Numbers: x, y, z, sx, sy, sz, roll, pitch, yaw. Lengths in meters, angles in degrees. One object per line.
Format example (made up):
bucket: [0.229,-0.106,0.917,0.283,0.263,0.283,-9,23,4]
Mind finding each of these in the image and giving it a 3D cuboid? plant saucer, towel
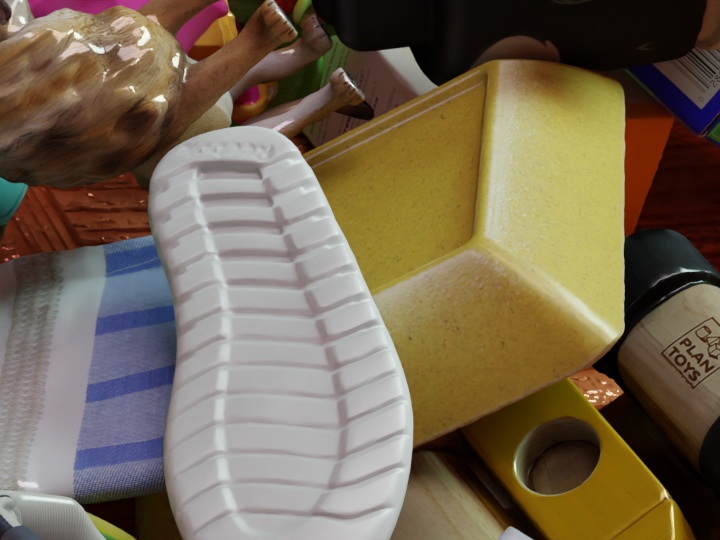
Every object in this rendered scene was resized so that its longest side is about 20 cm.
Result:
plant saucer: [0.000,0.000,1.067,0.048,0.200,0.200,54,21,-24]
towel: [-0.152,0.041,1.014,0.200,0.024,0.147,-7,33,5]

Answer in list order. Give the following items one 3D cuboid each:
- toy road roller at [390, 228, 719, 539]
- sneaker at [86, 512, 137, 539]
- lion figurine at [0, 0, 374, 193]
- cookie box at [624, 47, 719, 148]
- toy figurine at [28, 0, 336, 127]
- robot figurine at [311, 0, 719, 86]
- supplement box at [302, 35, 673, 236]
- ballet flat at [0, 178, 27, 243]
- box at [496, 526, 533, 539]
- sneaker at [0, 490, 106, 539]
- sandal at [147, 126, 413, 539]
toy road roller: [0.096,0.100,1.034,0.200,0.146,0.123,-35,46,-6]
sneaker: [-0.153,0.122,0.923,0.200,0.074,0.084,-1,60,-31]
lion figurine: [-0.071,-0.059,1.065,0.073,0.122,0.200,56,8,26]
cookie box: [0.161,-0.112,1.310,0.171,0.075,0.200,47,13,30]
toy figurine: [-0.084,-0.112,1.187,0.150,0.200,0.184,23,34,17]
robot figurine: [0.080,-0.141,1.140,0.200,0.125,0.150,-9,59,-10]
supplement box: [0.035,-0.093,1.323,0.126,0.074,0.200,-4,38,-30]
ballet flat: [-0.163,-0.019,1.032,0.063,0.069,0.200,-22,29,13]
box: [0.048,0.189,0.856,0.156,0.041,0.200,31,57,23]
sneaker: [-0.131,0.143,0.814,0.077,0.146,0.202,36,38,27]
sandal: [-0.025,0.035,0.968,0.082,0.050,0.203,-10,51,2]
